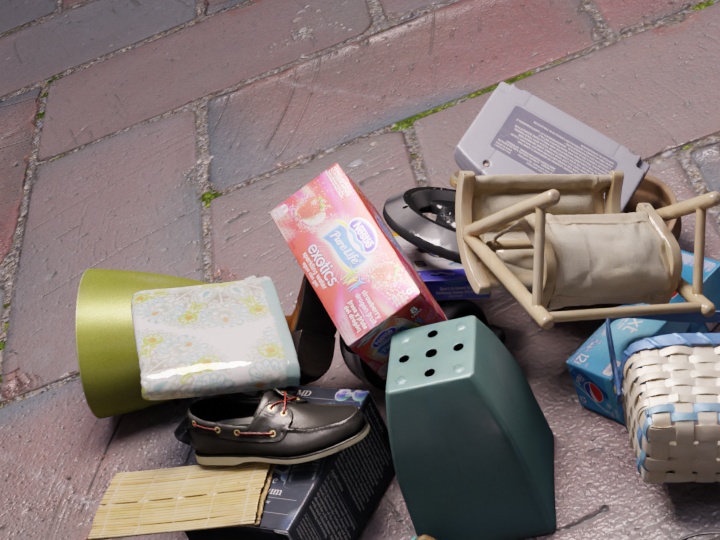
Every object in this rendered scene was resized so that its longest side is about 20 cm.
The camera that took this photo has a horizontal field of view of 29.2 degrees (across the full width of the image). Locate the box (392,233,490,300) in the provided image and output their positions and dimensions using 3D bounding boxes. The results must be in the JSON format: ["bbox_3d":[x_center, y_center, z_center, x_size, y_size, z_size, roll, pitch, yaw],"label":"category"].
[{"bbox_3d":[0.075,-0.003,1.581,0.118,0.042,0.200,-2,17,-8],"label":"box"}]

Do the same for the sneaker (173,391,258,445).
[{"bbox_3d":[-0.182,0.143,1.621,0.113,0.076,0.201,-34,77,-1],"label":"sneaker"}]

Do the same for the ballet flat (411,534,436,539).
[{"bbox_3d":[0.044,0.339,1.305,0.072,0.068,0.200,18,46,21],"label":"ballet flat"}]

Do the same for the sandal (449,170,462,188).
[{"bbox_3d":[0.201,-0.124,1.618,0.198,0.055,0.080,-7,15,1],"label":"sandal"}]

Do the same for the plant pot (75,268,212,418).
[{"bbox_3d":[-0.236,0.084,1.735,0.198,0.189,0.188,-4,36,3],"label":"plant pot"}]

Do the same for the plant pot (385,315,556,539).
[{"bbox_3d":[0.100,0.154,1.383,0.140,0.201,0.142,-14,35,17],"label":"plant pot"}]

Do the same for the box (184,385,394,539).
[{"bbox_3d":[-0.072,0.229,1.473,0.147,0.108,0.201,0,40,33],"label":"box"}]

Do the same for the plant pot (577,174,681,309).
[{"bbox_3d":[0.279,-0.019,1.602,0.199,0.093,0.202,-17,35,12],"label":"plant pot"}]

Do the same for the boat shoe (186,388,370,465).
[{"bbox_3d":[-0.088,0.158,1.420,0.199,0.064,0.074,-6,19,23],"label":"boat shoe"}]

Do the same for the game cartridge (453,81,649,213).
[{"bbox_3d":[0.212,-0.117,1.564,0.199,0.041,0.133,31,61,10],"label":"game cartridge"}]

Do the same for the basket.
[{"bbox_3d":[0.327,0.110,1.345,0.174,0.140,0.201,1,46,10],"label":"basket"}]

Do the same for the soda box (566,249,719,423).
[{"bbox_3d":[0.313,0.068,1.484,0.200,0.068,0.064,-41,38,-23],"label":"soda box"}]

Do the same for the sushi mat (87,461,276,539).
[{"bbox_3d":[-0.184,0.236,1.427,0.198,0.012,0.096,-9,37,22],"label":"sushi mat"}]

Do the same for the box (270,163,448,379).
[{"bbox_3d":[0.000,0.000,1.450,0.095,0.100,0.201,-36,55,6],"label":"box"}]

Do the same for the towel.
[{"bbox_3d":[-0.163,0.075,1.525,0.169,0.049,0.200,-8,29,-10],"label":"towel"}]

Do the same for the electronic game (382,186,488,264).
[{"bbox_3d":[0.121,-0.044,1.535,0.198,0.042,0.200,13,21,-5],"label":"electronic game"}]

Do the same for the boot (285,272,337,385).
[{"bbox_3d":[-0.064,0.053,1.631,0.200,0.068,0.190,151,128,-68],"label":"boot"}]

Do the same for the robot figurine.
[{"bbox_3d":[0.068,0.082,1.567,0.199,0.151,0.125,12,61,41],"label":"robot figurine"}]

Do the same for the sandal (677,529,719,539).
[{"bbox_3d":[0.296,0.270,1.245,0.198,0.043,0.076,-16,35,12],"label":"sandal"}]

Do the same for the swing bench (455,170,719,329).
[{"bbox_3d":[0.223,-0.028,1.392,0.197,0.131,0.200,-2,10,-21],"label":"swing bench"}]
